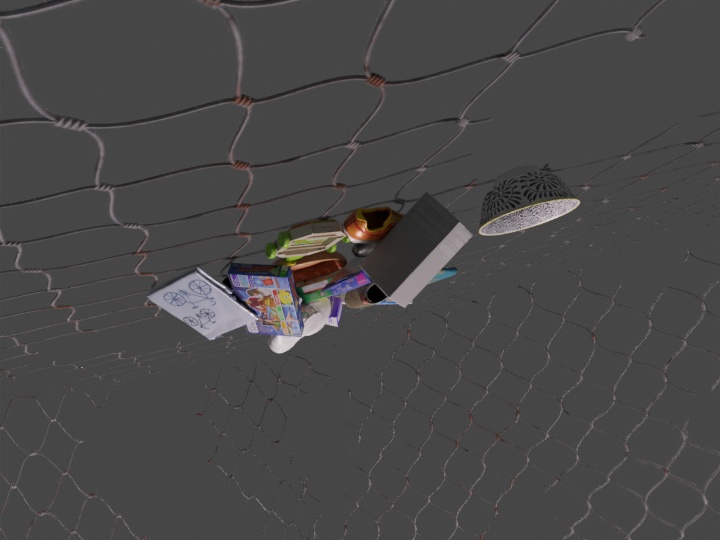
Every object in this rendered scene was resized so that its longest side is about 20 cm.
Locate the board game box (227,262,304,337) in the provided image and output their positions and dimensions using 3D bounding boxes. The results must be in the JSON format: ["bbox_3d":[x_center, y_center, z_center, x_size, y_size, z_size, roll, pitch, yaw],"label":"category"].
[{"bbox_3d":[-0.206,0.068,1.456,0.134,0.035,0.201,3,136,9],"label":"board game box"}]

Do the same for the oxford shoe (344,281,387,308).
[{"bbox_3d":[0.018,0.050,1.551,0.199,0.071,0.075,-30,-173,45],"label":"oxford shoe"}]

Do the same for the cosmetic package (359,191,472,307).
[{"bbox_3d":[0.107,-0.039,1.279,0.200,0.107,0.090,-47,148,10],"label":"cosmetic package"}]

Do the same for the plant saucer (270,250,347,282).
[{"bbox_3d":[-0.131,-0.012,1.552,0.198,0.038,0.200,-13,169,-2],"label":"plant saucer"}]

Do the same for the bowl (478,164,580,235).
[{"bbox_3d":[0.315,-0.145,1.282,0.199,0.095,0.201,-14,170,-3],"label":"bowl"}]

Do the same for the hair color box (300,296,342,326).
[{"bbox_3d":[-0.152,0.093,1.763,0.198,0.065,0.109,13,164,4],"label":"hair color box"}]

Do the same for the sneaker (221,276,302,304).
[{"bbox_3d":[-0.247,0.061,1.532,0.198,0.081,0.115,17,168,20],"label":"sneaker"}]

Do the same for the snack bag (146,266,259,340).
[{"bbox_3d":[-0.345,0.077,1.462,0.188,0.022,0.200,-23,130,35],"label":"snack bag"}]

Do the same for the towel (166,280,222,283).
[{"bbox_3d":[-0.374,0.036,1.543,0.085,0.018,0.200,-20,168,6],"label":"towel"}]

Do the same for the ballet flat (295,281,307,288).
[{"bbox_3d":[-0.187,0.070,1.632,0.065,0.071,0.201,-26,-155,37],"label":"ballet flat"}]

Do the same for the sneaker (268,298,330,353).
[{"bbox_3d":[-0.138,0.120,1.607,0.200,0.075,0.089,-42,166,-34],"label":"sneaker"}]

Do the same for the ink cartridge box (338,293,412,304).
[{"bbox_3d":[0.025,0.051,1.826,0.198,0.085,0.146,-1,178,34],"label":"ink cartridge box"}]

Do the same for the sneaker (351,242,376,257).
[{"bbox_3d":[0.076,-0.049,1.499,0.198,0.080,0.075,-9,159,-25],"label":"sneaker"}]

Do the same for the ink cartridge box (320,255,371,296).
[{"bbox_3d":[0.000,0.000,1.552,0.119,0.042,0.200,-22,-168,35],"label":"ink cartridge box"}]

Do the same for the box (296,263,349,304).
[{"bbox_3d":[-0.072,0.026,1.679,0.116,0.049,0.200,-17,-174,22],"label":"box"}]

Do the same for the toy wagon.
[{"bbox_3d":[-0.117,-0.054,1.346,0.154,0.040,0.200,-7,168,-32],"label":"toy wagon"}]

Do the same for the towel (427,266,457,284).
[{"bbox_3d":[0.146,0.016,1.702,0.146,0.022,0.199,-22,165,34],"label":"towel"}]

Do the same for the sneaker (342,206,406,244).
[{"bbox_3d":[0.055,-0.089,1.306,0.199,0.074,0.077,-7,158,-47],"label":"sneaker"}]
